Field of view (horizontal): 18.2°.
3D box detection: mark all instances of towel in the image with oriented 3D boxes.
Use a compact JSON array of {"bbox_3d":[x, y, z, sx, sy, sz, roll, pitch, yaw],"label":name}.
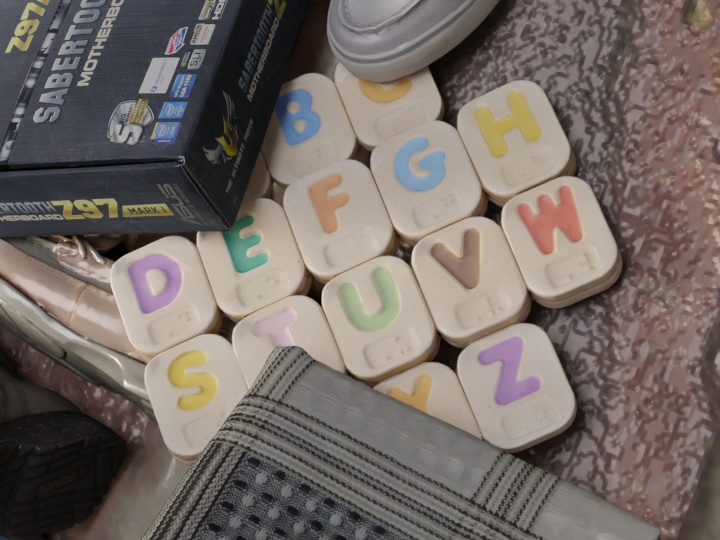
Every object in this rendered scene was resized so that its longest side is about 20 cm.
[{"bbox_3d":[0.011,0.136,0.801,0.199,0.035,0.193,29,52,8],"label":"towel"}]

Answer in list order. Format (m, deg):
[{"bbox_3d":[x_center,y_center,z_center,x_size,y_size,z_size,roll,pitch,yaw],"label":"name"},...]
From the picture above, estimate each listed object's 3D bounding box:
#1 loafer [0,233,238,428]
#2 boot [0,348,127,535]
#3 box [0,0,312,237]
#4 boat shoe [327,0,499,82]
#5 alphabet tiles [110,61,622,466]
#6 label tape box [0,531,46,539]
[{"bbox_3d":[-0.103,0.019,0.977,0.199,0.072,0.063,31,75,26],"label":"loafer"},{"bbox_3d":[-0.203,0.058,0.941,0.131,0.200,0.070,38,103,28],"label":"boot"},{"bbox_3d":[-0.103,-0.108,0.978,0.156,0.051,0.201,-1,54,29],"label":"box"},{"bbox_3d":[0.049,-0.170,0.929,0.200,0.068,0.072,-47,57,3],"label":"boat shoe"},{"bbox_3d":[0.000,0.000,0.914,0.199,0.015,0.197,-23,62,4],"label":"alphabet tiles"},{"bbox_3d":[-0.223,0.143,1.003,0.200,0.066,0.144,43,99,32],"label":"label tape box"}]
